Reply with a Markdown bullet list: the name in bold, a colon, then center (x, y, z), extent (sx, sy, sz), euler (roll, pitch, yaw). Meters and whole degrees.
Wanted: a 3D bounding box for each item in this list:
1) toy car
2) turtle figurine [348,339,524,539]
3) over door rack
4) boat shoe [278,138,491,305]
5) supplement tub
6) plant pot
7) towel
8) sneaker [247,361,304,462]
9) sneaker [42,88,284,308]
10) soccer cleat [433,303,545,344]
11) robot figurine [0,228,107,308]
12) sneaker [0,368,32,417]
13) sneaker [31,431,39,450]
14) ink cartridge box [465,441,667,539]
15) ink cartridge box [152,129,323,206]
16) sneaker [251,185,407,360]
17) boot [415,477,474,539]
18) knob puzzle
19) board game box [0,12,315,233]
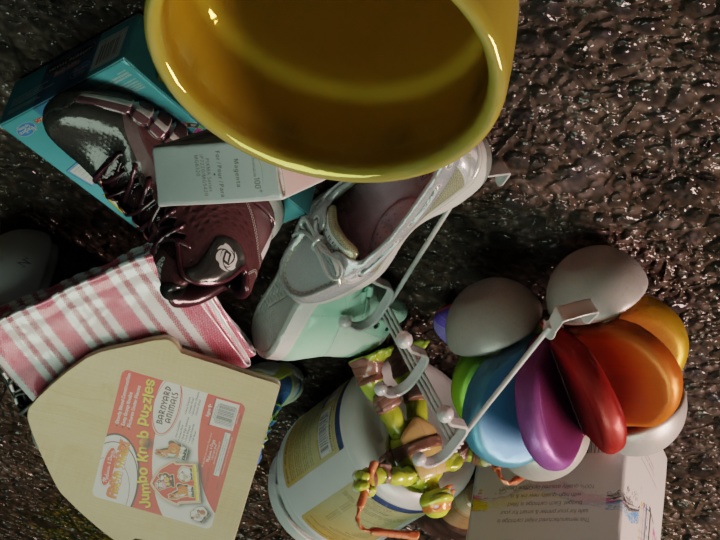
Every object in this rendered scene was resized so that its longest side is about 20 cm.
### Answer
- **toy car**: center (0.162, 0.093, 1.175), extent (0.198, 0.150, 0.177), euler (-17, 113, 19)
- **turtle figurine**: center (0.054, 0.145, 1.291), extent (0.198, 0.163, 0.064), euler (-11, 167, -34)
- **over door rack**: center (0.066, 0.035, 1.125), extent (0.066, 0.149, 0.200), euler (-1, 142, -43)
- **boat shoe**: center (0.007, -0.042, 1.103), extent (0.201, 0.075, 0.064), euler (-34, 163, 28)
- **supplement tub**: center (0.006, 0.181, 1.414), extent (0.143, 0.146, 0.200), euler (25, 145, -18)
- **plant pot**: center (-0.004, -0.184, 0.834), extent (0.198, 0.191, 0.202), euler (8, 147, 5)
- **towel**: center (-0.205, 0.057, 1.246), extent (0.198, 0.030, 0.147), euler (-22, 125, 14)
- **sneaker**: center (-0.114, 0.149, 1.372), extent (0.199, 0.106, 0.076), euler (-8, 159, -48)
- **sneaker**: center (-0.148, -0.043, 1.074), extent (0.198, 0.117, 0.076), euler (27, 144, -22)
- **soccer cleat**: center (0.150, 0.088, 1.289), extent (0.198, 0.077, 0.067), euler (25, 145, -18)
- **robot figurine**: center (-0.258, 0.047, 1.322), extent (0.199, 0.151, 0.125), euler (29, -173, -24)
- **sneaker**: center (-0.317, 0.102, 1.466), extent (0.076, 0.083, 0.200), euler (-16, 137, 37)
- **sneaker**: center (-0.224, 0.162, 1.486), extent (0.198, 0.073, 0.115), euler (-10, 155, -10)
- **ink cartridge box**: center (0.192, 0.231, 1.373), extent (0.145, 0.202, 0.145), euler (-4, 143, 25)
- **ink cartridge box**: center (-0.020, -0.085, 1.004), extent (0.171, 0.200, 0.044), euler (-1, 103, 21)
- **sneaker**: center (0.000, 0.000, 1.234), extent (0.117, 0.074, 0.201), euler (3, 139, -34)
- **boot**: center (0.168, 0.267, 1.580), extent (0.197, 0.073, 0.166), euler (17, 159, -8)
- **knob puzzle**: center (-0.183, 0.140, 1.264), extent (0.216, 0.031, 0.223), euler (1, 112, 3)
- **board game box**: center (-0.153, -0.095, 1.148), extent (0.150, 0.047, 0.200), euler (-18, 136, 38)
